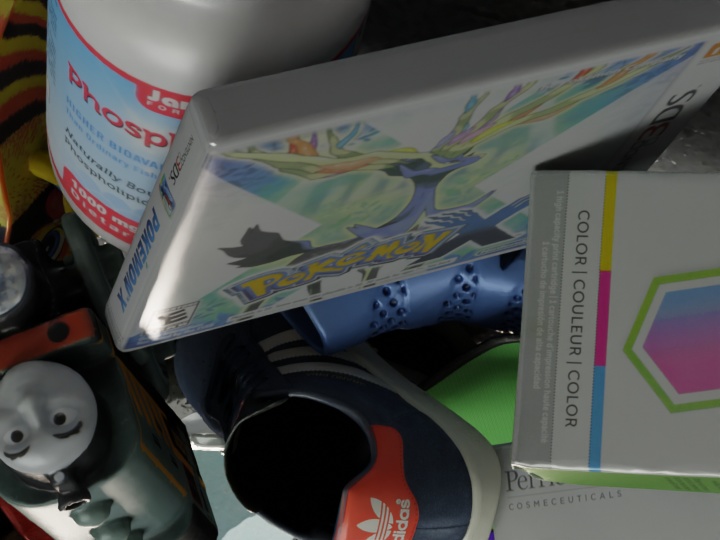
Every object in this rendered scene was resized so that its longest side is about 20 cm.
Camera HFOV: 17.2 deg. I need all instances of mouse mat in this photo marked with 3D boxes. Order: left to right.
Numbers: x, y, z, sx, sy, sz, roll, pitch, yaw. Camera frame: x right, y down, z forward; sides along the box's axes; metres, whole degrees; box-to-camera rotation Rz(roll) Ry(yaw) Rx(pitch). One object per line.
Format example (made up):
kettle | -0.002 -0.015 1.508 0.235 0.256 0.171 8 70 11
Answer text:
mouse mat | 0.068 0.075 1.033 0.161 0.008 0.200 12 151 -33

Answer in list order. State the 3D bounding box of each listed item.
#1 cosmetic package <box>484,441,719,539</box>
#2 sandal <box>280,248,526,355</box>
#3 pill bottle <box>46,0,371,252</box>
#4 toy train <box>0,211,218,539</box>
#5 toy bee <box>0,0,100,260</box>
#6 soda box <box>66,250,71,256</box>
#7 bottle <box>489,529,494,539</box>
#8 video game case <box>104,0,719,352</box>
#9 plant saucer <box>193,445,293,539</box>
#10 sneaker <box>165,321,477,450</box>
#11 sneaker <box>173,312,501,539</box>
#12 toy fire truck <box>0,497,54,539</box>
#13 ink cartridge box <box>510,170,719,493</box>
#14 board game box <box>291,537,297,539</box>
cosmetic package | 0.170 0.150 0.915 0.199 0.200 0.123 -12 170 34
sandal | 0.000 0.000 0.963 0.200 0.087 0.080 16 152 11
pill bottle | -0.052 -0.089 0.807 0.109 0.109 0.200 22 154 3
toy train | -0.110 0.056 0.932 0.085 0.114 0.200 -21 160 -1
toy bee | -0.137 -0.033 0.971 0.131 0.109 0.200 11 147 41
soda box | -0.200 -0.003 1.078 0.200 0.068 0.064 25 114 16
bottle | 0.099 0.151 1.190 0.200 0.065 0.084 32 159 -17
video game case | 0.021 -0.034 0.812 0.200 0.022 0.182 -14 162 -20
plant saucer | -0.026 0.128 1.265 0.201 0.039 0.201 25 158 11
sneaker | -0.026 0.034 1.077 0.200 0.075 0.116 11 148 2
sneaker | -0.034 0.060 0.966 0.084 0.075 0.200 -2 -163 -38
toy fire truck | -0.205 0.081 1.257 0.168 0.112 0.200 48 169 34
ink cartridge box | 0.155 0.023 0.806 0.200 0.104 0.059 2 170 15
board game box | 0.037 0.241 1.214 0.200 0.097 0.160 31 161 20
